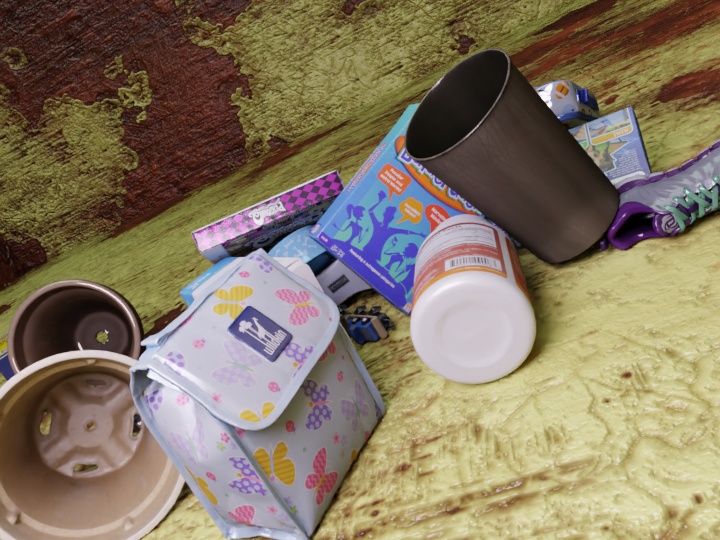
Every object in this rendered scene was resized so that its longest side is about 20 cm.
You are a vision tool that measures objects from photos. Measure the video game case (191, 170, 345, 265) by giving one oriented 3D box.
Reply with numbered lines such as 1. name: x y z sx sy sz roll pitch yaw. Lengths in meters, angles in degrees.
1. video game case: -0.113 -0.059 0.928 0.200 0.036 0.181 -24 -9 -4

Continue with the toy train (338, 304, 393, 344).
1. toy train: -0.033 0.068 0.865 0.200 0.034 0.046 -4 34 51

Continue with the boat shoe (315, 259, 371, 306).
1. boat shoe: 0.000 0.000 0.928 0.200 0.070 0.066 -37 5 33

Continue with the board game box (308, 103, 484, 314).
1. board game box: 0.059 -0.072 0.814 0.200 0.152 0.045 -53 19 -4

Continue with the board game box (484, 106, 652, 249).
1. board game box: 0.248 -0.108 0.835 0.200 0.034 0.136 -18 50 28

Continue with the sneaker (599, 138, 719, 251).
1. sneaker: 0.335 -0.068 0.672 0.200 0.074 0.088 -25 26 45

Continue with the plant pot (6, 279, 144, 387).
1. plant pot: -0.453 0.116 1.130 0.200 0.200 0.175 -31 2 -8

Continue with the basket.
1. basket: 0.164 -0.110 0.714 0.136 0.200 0.180 -46 24 15

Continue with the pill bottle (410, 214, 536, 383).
1. pill bottle: 0.109 0.016 0.684 0.112 0.112 0.200 -23 19 16

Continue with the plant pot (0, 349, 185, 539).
1. plant pot: -0.296 0.181 0.737 0.200 0.201 0.183 -35 9 -18

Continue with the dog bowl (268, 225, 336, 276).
1. dog bowl: -0.076 -0.012 0.966 0.111 0.050 0.200 -39 -9 5

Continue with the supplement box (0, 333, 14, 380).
1. supplement box: -0.638 0.174 1.315 0.109 0.109 0.200 -39 22 -27

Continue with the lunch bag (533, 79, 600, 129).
1. lunch bag: 0.281 -0.229 1.037 0.160 0.076 0.200 -13 -1 33

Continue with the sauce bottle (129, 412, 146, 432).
1. sauce bottle: -0.221 0.131 0.901 0.066 0.066 0.200 1 48 55

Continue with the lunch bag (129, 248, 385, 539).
1. lunch bag: -0.084 0.104 0.588 0.127 0.200 0.170 -14 23 36

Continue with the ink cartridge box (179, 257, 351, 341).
1. ink cartridge box: -0.114 0.064 0.814 0.084 0.145 0.200 -39 21 -28
